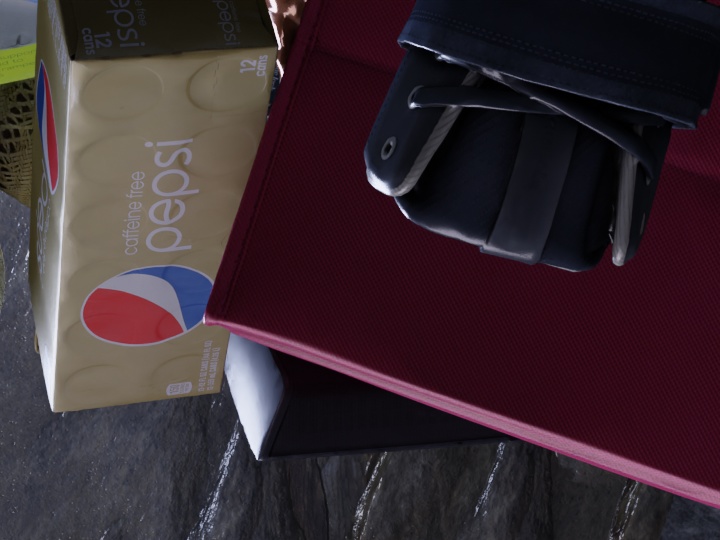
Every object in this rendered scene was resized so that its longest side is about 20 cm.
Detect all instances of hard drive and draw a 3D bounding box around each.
[{"bbox_3d":[0.000,0.000,0.902,0.134,0.042,0.200,-3,-141,-10],"label":"hard drive"}]

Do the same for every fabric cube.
[{"bbox_3d":[0.077,-0.042,0.727,0.199,0.201,0.196,18,-178,3],"label":"fabric cube"}]

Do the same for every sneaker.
[{"bbox_3d":[0.061,-0.070,0.435,0.077,0.147,0.202,19,180,-7],"label":"sneaker"}]

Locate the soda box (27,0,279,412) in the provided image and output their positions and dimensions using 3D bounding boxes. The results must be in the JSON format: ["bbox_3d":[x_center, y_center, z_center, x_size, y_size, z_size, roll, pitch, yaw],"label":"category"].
[{"bbox_3d":[-0.077,-0.033,0.707,0.067,0.064,0.200,-6,146,-15],"label":"soda box"}]

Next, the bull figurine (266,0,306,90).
[{"bbox_3d":[-0.028,-0.134,0.972,0.065,0.122,0.200,-3,-169,-8],"label":"bull figurine"}]

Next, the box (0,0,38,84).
[{"bbox_3d":[-0.110,-0.125,0.673,0.121,0.048,0.200,-13,163,-7],"label":"box"}]

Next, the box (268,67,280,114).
[{"bbox_3d":[-0.102,-0.163,1.295,0.199,0.107,0.148,19,-179,-17],"label":"box"}]

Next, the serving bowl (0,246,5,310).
[{"bbox_3d":[-0.224,-0.044,0.855,0.200,0.066,0.200,40,-174,-5],"label":"serving bowl"}]

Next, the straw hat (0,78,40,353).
[{"bbox_3d":[-0.126,-0.072,0.866,0.085,0.202,0.201,27,-178,3],"label":"straw hat"}]
